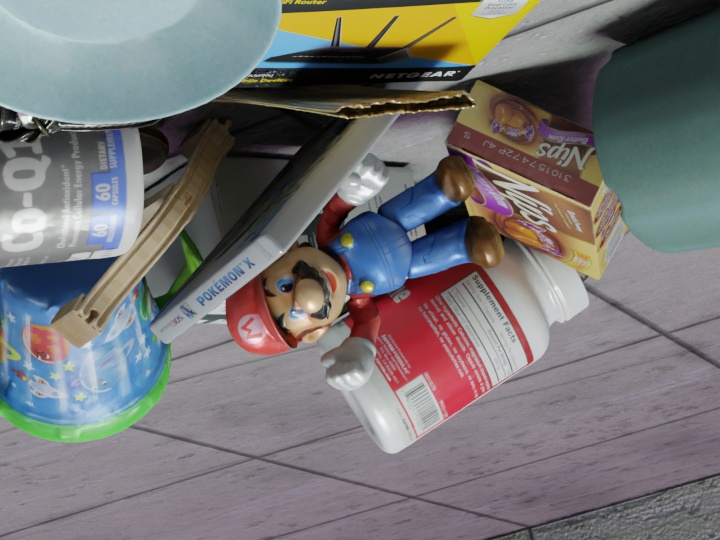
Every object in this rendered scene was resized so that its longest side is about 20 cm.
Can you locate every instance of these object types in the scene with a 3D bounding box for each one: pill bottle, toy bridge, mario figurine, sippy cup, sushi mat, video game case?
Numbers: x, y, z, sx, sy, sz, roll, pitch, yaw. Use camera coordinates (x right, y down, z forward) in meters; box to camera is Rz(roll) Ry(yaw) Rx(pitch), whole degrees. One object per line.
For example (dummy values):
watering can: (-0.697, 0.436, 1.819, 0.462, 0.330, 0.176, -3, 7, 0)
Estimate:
pill bottle: (-0.243, -0.056, 1.452, 0.199, 0.115, 0.114, -6, 163, -23)
toy bridge: (-0.132, -0.035, 1.549, 0.027, 0.200, 0.067, 43, 141, -14)
mario figurine: (0.000, 0.000, 1.628, 0.199, 0.124, 0.106, -27, 150, -7)
sippy cup: (-0.199, 0.026, 1.620, 0.139, 0.178, 0.131, 21, 144, 14)
sushi mat: (-0.018, -0.108, 1.478, 0.095, 0.012, 0.200, -8, -170, -27)
video game case: (-0.046, -0.050, 1.577, 0.200, 0.022, 0.182, -52, -171, -34)
pill bottle: (0.075, 0.046, 1.848, 0.199, 0.113, 0.112, -33, 166, -7)

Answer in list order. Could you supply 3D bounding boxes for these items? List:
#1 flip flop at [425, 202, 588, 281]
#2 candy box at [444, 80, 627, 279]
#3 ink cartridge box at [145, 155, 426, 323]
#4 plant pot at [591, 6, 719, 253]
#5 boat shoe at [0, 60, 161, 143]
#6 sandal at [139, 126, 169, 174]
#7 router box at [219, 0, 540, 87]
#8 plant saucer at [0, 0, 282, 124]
flip flop: (0.100, -0.028, 1.919, 0.199, 0.058, 0.082, 5, 119, -14)
candy box: (0.133, -0.063, 1.723, 0.116, 0.057, 0.200, 26, 172, 13)
ink cartridge box: (-0.070, -0.019, 1.770, 0.199, 0.084, 0.146, 2, 158, -40)
plant pot: (0.274, -0.103, 1.586, 0.195, 0.202, 0.200, -13, 167, 35)
boat shoe: (-0.203, -0.101, 1.358, 0.199, 0.057, 0.069, 6, 146, -18)
sandal: (-0.223, -0.062, 1.557, 0.199, 0.055, 0.082, -5, 163, -26)
router box: (-0.004, -0.160, 1.390, 0.199, 0.051, 0.149, -4, 162, -23)
plant saucer: (-0.142, -0.154, 1.269, 0.199, 0.039, 0.201, -3, 147, -2)
